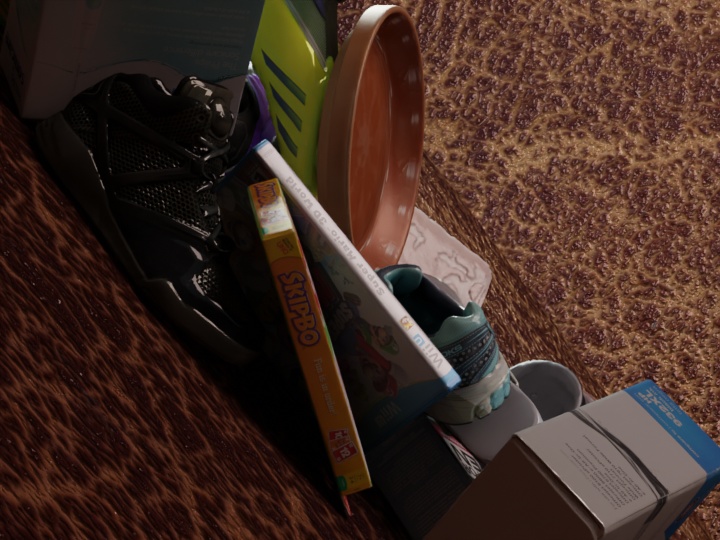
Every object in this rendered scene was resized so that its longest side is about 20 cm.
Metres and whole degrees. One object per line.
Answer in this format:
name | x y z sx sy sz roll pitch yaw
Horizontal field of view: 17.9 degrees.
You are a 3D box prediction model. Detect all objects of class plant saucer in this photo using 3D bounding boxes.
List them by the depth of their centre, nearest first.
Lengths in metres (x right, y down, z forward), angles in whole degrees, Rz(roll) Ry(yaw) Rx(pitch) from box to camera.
plant saucer | 0.006 -0.089 1.625 0.032 0.202 0.200 6 -4 15

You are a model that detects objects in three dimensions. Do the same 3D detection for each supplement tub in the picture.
supplement tub | 0.143 0.156 1.708 0.107 0.106 0.201 57 -12 43

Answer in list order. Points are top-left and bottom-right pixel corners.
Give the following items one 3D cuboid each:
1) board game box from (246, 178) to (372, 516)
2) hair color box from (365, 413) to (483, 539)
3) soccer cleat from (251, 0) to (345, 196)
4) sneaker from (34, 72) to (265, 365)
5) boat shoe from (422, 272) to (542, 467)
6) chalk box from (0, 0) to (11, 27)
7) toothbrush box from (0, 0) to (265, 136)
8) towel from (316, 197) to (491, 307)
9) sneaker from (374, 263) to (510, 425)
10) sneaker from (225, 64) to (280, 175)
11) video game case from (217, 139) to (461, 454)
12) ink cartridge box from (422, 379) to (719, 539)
board game box | -0.031 0.050 1.442 0.096 0.030 0.201 -111 -173 -67
hair color box | 0.082 0.190 1.584 0.200 0.061 0.099 56 9 30
soccer cleat | -0.051 -0.150 1.629 0.065 0.083 0.202 27 61 -75
sneaker | -0.104 -0.042 1.410 0.200 0.114 0.076 54 10 11
boat shoe | 0.073 0.079 1.577 0.200 0.072 0.068 47 -5 43
chalk box | -0.169 -0.218 1.566 0.199 0.124 0.125 29 32 -31
toothbrush box | -0.137 -0.195 1.449 0.145 0.201 0.085 2 30 -22
towel | 0.000 0.000 1.690 0.200 0.032 0.191 39 40 -14
sneaker | 0.017 0.025 1.534 0.199 0.078 0.087 20 -43 35
sneaker | -0.095 -0.130 1.673 0.100 0.069 0.201 56 13 -29
video game case | -0.033 0.024 1.509 0.200 0.018 0.143 51 -37 1
ink cartridge box | 0.125 0.159 1.421 0.084 0.145 0.200 47 27 17
